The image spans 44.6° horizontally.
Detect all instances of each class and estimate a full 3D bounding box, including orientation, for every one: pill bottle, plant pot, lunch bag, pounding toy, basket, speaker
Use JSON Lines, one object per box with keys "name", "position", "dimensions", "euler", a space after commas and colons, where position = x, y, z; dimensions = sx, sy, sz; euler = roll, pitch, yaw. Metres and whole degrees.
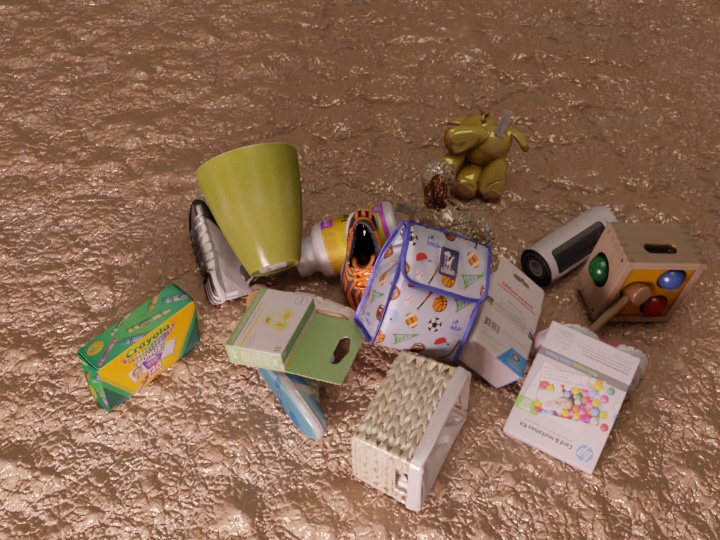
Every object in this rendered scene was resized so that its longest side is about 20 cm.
{"name": "pill bottle", "position": [-0.023, -0.051, 1.619], "dimensions": [0.199, 0.104, 0.105], "euler": [-17, 50, 5]}
{"name": "plant pot", "position": [-0.178, -0.098, 1.561], "dimensions": [0.186, 0.187, 0.201], "euler": [-14, 82, -15]}
{"name": "lunch bag", "position": [0.106, 0.030, 1.416], "dimensions": [0.169, 0.201, 0.124], "euler": [16, 14, -23]}
{"name": "pounding toy", "position": [0.479, 0.029, 1.564], "dimensions": [0.199, 0.185, 0.143], "euler": [1, 47, -14]}
{"name": "basket", "position": [0.079, 0.243, 1.368], "dimensions": [0.123, 0.136, 0.200], "euler": [20, 51, 19]}
{"name": "speaker", "position": [0.402, -0.048, 1.679], "dimensions": [0.199, 0.081, 0.081], "euler": [-29, 56, -27]}

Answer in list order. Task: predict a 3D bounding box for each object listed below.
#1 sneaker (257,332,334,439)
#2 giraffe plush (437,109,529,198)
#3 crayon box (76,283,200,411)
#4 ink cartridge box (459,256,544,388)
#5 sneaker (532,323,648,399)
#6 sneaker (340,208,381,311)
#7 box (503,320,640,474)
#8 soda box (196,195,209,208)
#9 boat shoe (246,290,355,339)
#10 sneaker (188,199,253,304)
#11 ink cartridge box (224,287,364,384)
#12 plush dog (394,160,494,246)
{"name": "sneaker", "position": [-0.079, 0.176, 1.452], "dimensions": [0.130, 0.080, 0.200], "euler": [-25, 56, -22]}
{"name": "giraffe plush", "position": [0.242, -0.264, 1.818], "dimensions": [0.172, 0.200, 0.162], "euler": [31, 20, -16]}
{"name": "crayon box", "position": [-0.361, 0.126, 1.450], "dimensions": [0.058, 0.119, 0.200], "euler": [35, 56, 25]}
{"name": "ink cartridge box", "position": [0.241, 0.088, 1.525], "dimensions": [0.116, 0.068, 0.201], "euler": [39, 49, -15]}
{"name": "sneaker", "position": [0.388, 0.158, 1.492], "dimensions": [0.199, 0.082, 0.088], "euler": [17, 51, 8]}
{"name": "sneaker", "position": [0.000, 0.000, 1.521], "dimensions": [0.077, 0.201, 0.112], "euler": [-4, 19, 2]}
{"name": "box", "position": [0.342, 0.204, 1.427], "dimensions": [0.155, 0.041, 0.201], "euler": [24, 79, 17]}
{"name": "soda box", "position": [-0.214, -0.110, 1.691], "dimensions": [0.199, 0.064, 0.068], "euler": [-3, 25, -7]}
{"name": "boat shoe", "position": [-0.103, 0.073, 1.555], "dimensions": [0.199, 0.071, 0.069], "euler": [15, 26, 16]}
{"name": "sneaker", "position": [-0.244, -0.039, 1.621], "dimensions": [0.115, 0.075, 0.201], "euler": [-10, 76, -26]}
{"name": "ink cartridge box", "position": [-0.102, 0.105, 1.442], "dimensions": [0.199, 0.048, 0.146], "euler": [8, 43, 20]}
{"name": "plush dog", "position": [0.149, -0.085, 1.596], "dimensions": [0.160, 0.172, 0.200], "euler": [-35, 98, -2]}
